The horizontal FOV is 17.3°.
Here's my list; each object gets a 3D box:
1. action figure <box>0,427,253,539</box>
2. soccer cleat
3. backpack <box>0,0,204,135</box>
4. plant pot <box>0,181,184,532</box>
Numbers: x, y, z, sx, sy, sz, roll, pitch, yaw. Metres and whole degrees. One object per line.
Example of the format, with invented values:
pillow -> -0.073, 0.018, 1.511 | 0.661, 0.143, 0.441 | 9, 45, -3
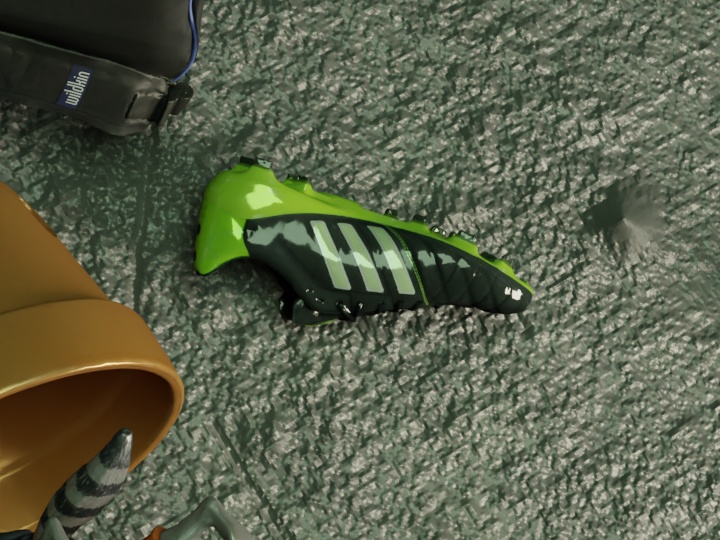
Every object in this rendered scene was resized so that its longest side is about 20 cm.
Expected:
action figure -> -0.143, 0.148, 1.183 | 0.200, 0.193, 0.105 | -21, 86, -48
soccer cleat -> 0.000, 0.000, 1.340 | 0.200, 0.068, 0.081 | 19, 88, -14
backpack -> -0.179, -0.187, 1.252 | 0.190, 0.200, 0.154 | -3, 46, -14
plant pot -> -0.207, 0.046, 1.184 | 0.200, 0.200, 0.140 | -20, 68, -24
